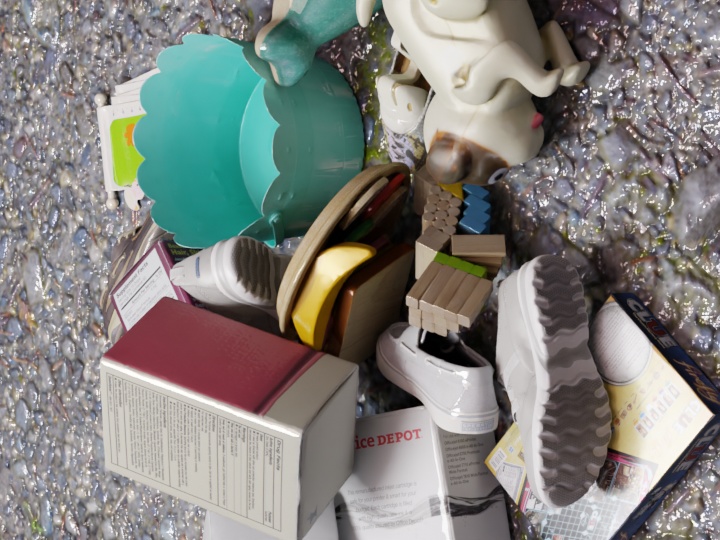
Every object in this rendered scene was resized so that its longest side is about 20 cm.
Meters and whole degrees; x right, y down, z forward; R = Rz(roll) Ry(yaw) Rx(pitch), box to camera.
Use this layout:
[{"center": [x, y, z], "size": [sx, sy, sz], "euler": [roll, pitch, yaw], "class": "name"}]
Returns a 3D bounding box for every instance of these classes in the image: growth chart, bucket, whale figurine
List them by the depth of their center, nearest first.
[{"center": [-0.015, -0.253, 1.530], "size": [0.103, 0.159, 0.201], "euler": [24, 76, 23], "class": "whale figurine"}, {"center": [-0.104, -0.118, 1.638], "size": [0.206, 0.134, 0.209], "euler": [1, 91, 44], "class": "bucket"}, {"center": [-0.215, -0.149, 1.825], "size": [0.199, 0.018, 0.146], "euler": [-21, 78, 43], "class": "growth chart"}]

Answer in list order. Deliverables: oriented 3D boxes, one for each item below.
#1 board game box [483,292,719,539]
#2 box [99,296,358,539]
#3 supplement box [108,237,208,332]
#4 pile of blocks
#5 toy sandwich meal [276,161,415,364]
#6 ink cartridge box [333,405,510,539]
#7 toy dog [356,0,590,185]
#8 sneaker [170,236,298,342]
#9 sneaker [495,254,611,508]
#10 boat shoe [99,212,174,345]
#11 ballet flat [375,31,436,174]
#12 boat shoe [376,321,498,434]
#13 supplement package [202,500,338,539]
[{"center": [0.200, 0.137, 1.427], "size": [0.136, 0.034, 0.201], "euler": [52, 124, 29], "class": "board game box"}, {"center": [-0.112, 0.126, 1.496], "size": [0.199, 0.109, 0.129], "euler": [19, 128, 20], "class": "box"}, {"center": [-0.137, 0.078, 1.680], "size": [0.103, 0.130, 0.201], "euler": [-43, 63, 36], "class": "supplement box"}, {"center": [0.083, -0.015, 1.493], "size": [0.062, 0.081, 0.201], "euler": [88, -175, -48], "class": "pile of blocks"}, {"center": [0.000, 0.000, 1.525], "size": [0.070, 0.205, 0.206], "euler": [35, 116, 15], "class": "toy sandwich meal"}, {"center": [0.052, 0.224, 1.536], "size": [0.144, 0.083, 0.202], "euler": [-15, 81, 44], "class": "ink cartridge box"}, {"center": [0.091, -0.169, 1.441], "size": [0.192, 0.140, 0.202], "euler": [-6, 105, 17], "class": "toy dog"}, {"center": [-0.101, 0.018, 1.594], "size": [0.081, 0.200, 0.075], "euler": [-7, 65, 23], "class": "sneaker"}, {"center": [0.150, 0.092, 1.414], "size": [0.082, 0.074, 0.202], "euler": [-18, 73, 59], "class": "sneaker"}, {"center": [-0.226, -0.012, 1.802], "size": [0.073, 0.074, 0.201], "euler": [45, 119, 32], "class": "boat shoe"}, {"center": [0.047, -0.183, 1.539], "size": [0.072, 0.072, 0.202], "euler": [30, 112, 39], "class": "ballet flat"}, {"center": [0.064, 0.074, 1.490], "size": [0.200, 0.071, 0.069], "euler": [-126, 37, -68], "class": "boat shoe"}, {"center": [-0.086, 0.304, 1.579], "size": [0.201, 0.116, 0.118], "euler": [104, 163, -55], "class": "supplement package"}]
